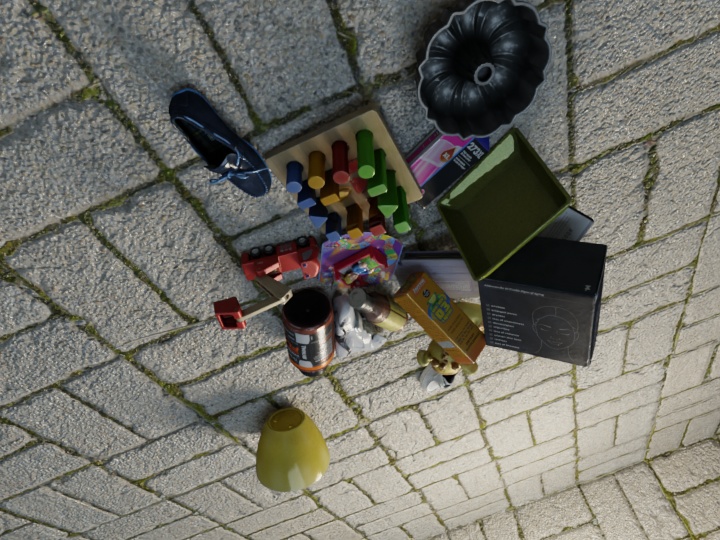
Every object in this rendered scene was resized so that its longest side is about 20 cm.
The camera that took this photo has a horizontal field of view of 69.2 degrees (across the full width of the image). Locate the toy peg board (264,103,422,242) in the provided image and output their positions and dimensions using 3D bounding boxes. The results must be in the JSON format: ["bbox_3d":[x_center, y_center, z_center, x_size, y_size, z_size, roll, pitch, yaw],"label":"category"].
[{"bbox_3d":[-0.021,-0.124,0.836,0.197,0.099,0.200,-19,138,19],"label":"toy peg board"}]

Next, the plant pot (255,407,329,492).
[{"bbox_3d":[-0.185,0.446,1.360,0.197,0.200,0.144,-10,112,-8],"label":"plant pot"}]

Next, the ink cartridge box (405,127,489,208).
[{"bbox_3d":[0.148,-0.199,0.891,0.094,0.037,0.200,28,119,-37],"label":"ink cartridge box"}]

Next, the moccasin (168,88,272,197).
[{"bbox_3d":[-0.210,-0.168,0.769,0.080,0.069,0.200,-23,135,27],"label":"moccasin"}]

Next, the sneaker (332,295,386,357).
[{"bbox_3d":[-0.003,0.116,1.142,0.113,0.076,0.201,-9,142,-10],"label":"sneaker"}]

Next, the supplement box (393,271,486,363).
[{"bbox_3d":[0.160,0.095,1.041,0.200,0.067,0.069,44,160,-8],"label":"supplement box"}]

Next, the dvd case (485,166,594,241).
[{"bbox_3d":[0.307,-0.082,0.981,0.198,0.025,0.151,30,119,1],"label":"dvd case"}]

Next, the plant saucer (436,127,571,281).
[{"bbox_3d":[0.244,-0.108,0.893,0.047,0.202,0.200,22,126,-38],"label":"plant saucer"}]

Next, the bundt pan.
[{"bbox_3d":[0.167,-0.298,0.755,0.198,0.076,0.204,-8,133,-8],"label":"bundt pan"}]

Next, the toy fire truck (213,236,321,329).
[{"bbox_3d":[-0.161,0.020,0.935,0.197,0.142,0.049,-13,138,-4],"label":"toy fire truck"}]

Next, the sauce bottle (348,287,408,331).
[{"bbox_3d":[0.037,0.079,1.089,0.065,0.067,0.200,-31,150,15],"label":"sauce bottle"}]

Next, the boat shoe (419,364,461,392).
[{"bbox_3d":[0.224,0.273,1.381,0.071,0.069,0.201,13,129,-29],"label":"boat shoe"}]

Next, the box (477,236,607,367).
[{"bbox_3d":[0.327,0.051,0.946,0.197,0.125,0.198,10,142,27],"label":"box"}]

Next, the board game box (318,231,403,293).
[{"bbox_3d":[0.000,0.000,1.007,0.155,0.039,0.201,-1,149,-9],"label":"board game box"}]

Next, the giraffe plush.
[{"bbox_3d":[0.199,0.158,1.150,0.170,0.164,0.200,-11,139,27],"label":"giraffe plush"}]

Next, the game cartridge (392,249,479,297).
[{"bbox_3d":[0.170,0.008,1.062,0.197,0.039,0.130,0,146,19],"label":"game cartridge"}]

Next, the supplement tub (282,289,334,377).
[{"bbox_3d":[-0.107,0.143,1.108,0.105,0.108,0.202,-9,137,-9],"label":"supplement tub"}]
